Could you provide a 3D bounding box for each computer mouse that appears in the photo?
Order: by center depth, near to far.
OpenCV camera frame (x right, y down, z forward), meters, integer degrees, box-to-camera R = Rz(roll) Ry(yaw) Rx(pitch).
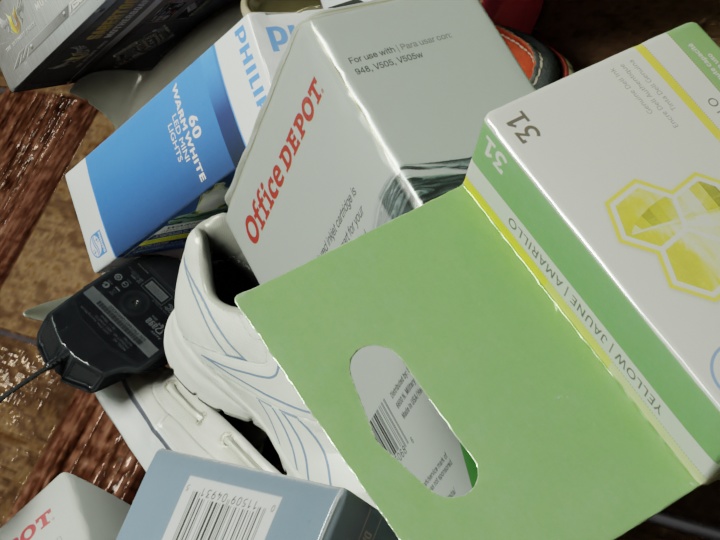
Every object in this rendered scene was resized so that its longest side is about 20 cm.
[{"bbox_3d":[-0.154,0.056,0.869,0.200,0.034,0.059,-34,67,-28],"label":"computer mouse"}]

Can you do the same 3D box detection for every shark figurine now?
[{"bbox_3d":[-0.134,-0.068,1.029,0.215,0.089,0.128,-65,20,-3],"label":"shark figurine"}]

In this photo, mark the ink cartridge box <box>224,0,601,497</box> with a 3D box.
[{"bbox_3d":[0.035,0.008,0.718,0.201,0.083,0.147,61,149,20],"label":"ink cartridge box"}]

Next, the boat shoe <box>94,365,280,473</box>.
[{"bbox_3d":[-0.077,0.082,0.886,0.066,0.072,0.200,-40,37,-3],"label":"boat shoe"}]

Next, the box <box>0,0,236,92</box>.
[{"bbox_3d":[-0.095,-0.172,0.994,0.200,0.158,0.049,-32,78,46],"label":"box"}]

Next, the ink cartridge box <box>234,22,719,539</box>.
[{"bbox_3d":[0.079,0.010,0.607,0.199,0.048,0.146,-25,65,-26],"label":"ink cartridge box"}]

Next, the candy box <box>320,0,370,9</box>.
[{"bbox_3d":[0.080,-0.181,0.817,0.136,0.061,0.199,-28,14,-37],"label":"candy box"}]

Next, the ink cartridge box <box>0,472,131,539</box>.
[{"bbox_3d":[-0.141,0.218,0.830,0.145,0.083,0.200,-41,41,12],"label":"ink cartridge box"}]

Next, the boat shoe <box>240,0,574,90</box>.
[{"bbox_3d":[0.019,-0.109,0.898,0.199,0.063,0.071,20,74,44],"label":"boat shoe"}]

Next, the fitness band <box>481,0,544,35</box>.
[{"bbox_3d":[0.020,-0.119,0.976,0.143,0.037,0.201,29,84,47],"label":"fitness band"}]

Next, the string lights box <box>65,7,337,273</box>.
[{"bbox_3d":[-0.054,-0.063,0.871,0.200,0.102,0.059,-30,75,53],"label":"string lights box"}]

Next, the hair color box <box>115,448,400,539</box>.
[{"bbox_3d":[0.009,0.139,0.657,0.099,0.200,0.061,6,65,45],"label":"hair color box"}]

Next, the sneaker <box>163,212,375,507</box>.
[{"bbox_3d":[-0.020,0.049,0.807,0.200,0.087,0.074,33,54,28],"label":"sneaker"}]
